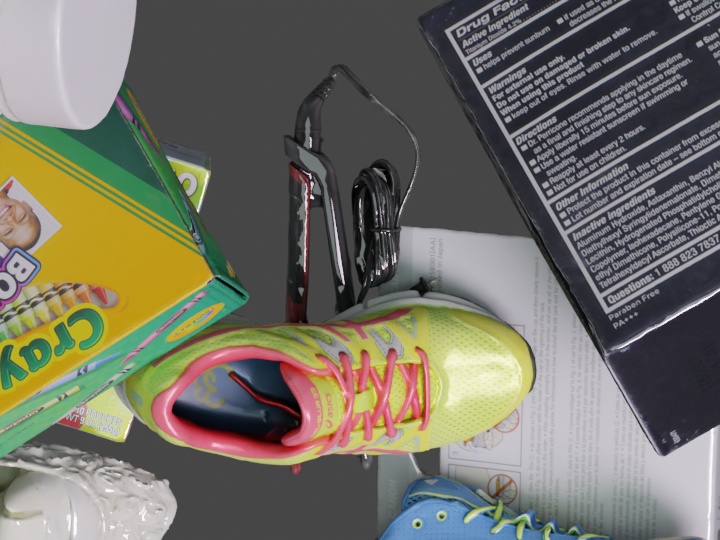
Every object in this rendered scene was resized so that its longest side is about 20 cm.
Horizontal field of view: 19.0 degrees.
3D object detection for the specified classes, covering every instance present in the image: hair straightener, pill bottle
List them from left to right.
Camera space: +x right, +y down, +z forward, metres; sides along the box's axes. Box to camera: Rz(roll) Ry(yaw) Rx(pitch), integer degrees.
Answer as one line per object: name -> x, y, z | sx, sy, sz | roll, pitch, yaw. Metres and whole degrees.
pill bottle -> -0.201, -0.117, 0.889 | 0.199, 0.114, 0.115 | 7, 102, 11
hair straightener -> 0.000, 0.000, 1.050 | 0.077, 0.041, 0.201 | -1, 97, -3

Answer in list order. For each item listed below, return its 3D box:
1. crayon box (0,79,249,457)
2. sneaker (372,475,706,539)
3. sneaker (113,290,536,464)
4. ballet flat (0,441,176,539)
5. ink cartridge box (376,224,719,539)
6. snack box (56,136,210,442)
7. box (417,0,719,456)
crayon box -> -0.165, 0.012, 0.956 | 0.199, 0.058, 0.119 | -32, 75, 5
sneaker -> 0.070, 0.141, 1.022 | 0.199, 0.076, 0.105 | -25, 91, 26
sneaker -> -0.013, 0.058, 0.991 | 0.199, 0.090, 0.079 | -4, 103, -8
ballet flat -> -0.191, 0.118, 1.050 | 0.199, 0.072, 0.072 | 10, 101, -4
ink cartridge box -> 0.096, 0.076, 1.062 | 0.173, 0.044, 0.201 | 6, 103, 23
snack box -> -0.185, -0.017, 1.028 | 0.199, 0.053, 0.143 | 17, 99, -6
box -> 0.163, -0.063, 0.948 | 0.199, 0.123, 0.199 | -29, 58, 5
